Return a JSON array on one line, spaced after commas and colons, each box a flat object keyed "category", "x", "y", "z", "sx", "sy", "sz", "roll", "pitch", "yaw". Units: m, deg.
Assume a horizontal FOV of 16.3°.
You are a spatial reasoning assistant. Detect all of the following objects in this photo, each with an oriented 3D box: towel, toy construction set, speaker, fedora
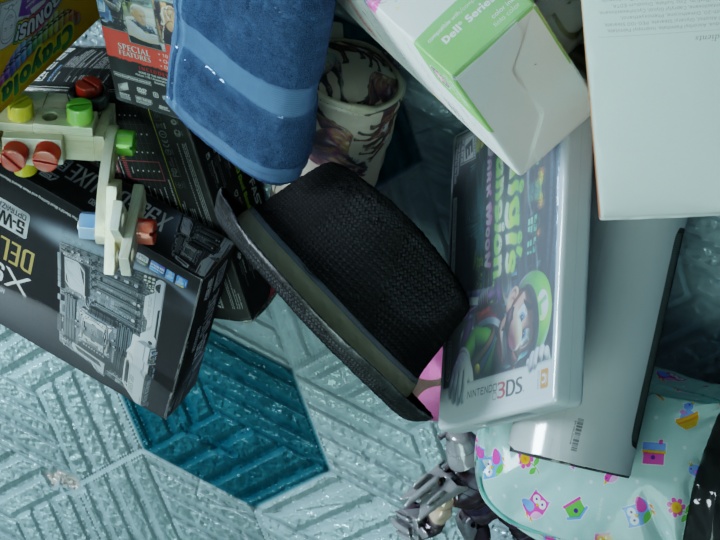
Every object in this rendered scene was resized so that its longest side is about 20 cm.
[{"category": "towel", "x": -0.068, "y": -0.141, "z": 1.518, "sx": 0.112, "sy": 0.049, "sz": 0.200, "roll": 40, "pitch": 146, "yaw": 21}, {"category": "toy construction set", "x": -0.227, "y": -0.071, "z": 1.682, "sx": 0.200, "sy": 0.131, "sz": 0.092, "roll": 16, "pitch": 128, "yaw": -4}, {"category": "speaker", "x": 0.152, "y": 0.025, "z": 1.579, "sx": 0.081, "sy": 0.081, "sz": 0.200, "roll": 11, "pitch": 86, "yaw": 24}, {"category": "fedora", "x": 0.000, "y": 0.000, "z": 1.608, "sx": 0.092, "sy": 0.201, "sz": 0.201, "roll": -44, "pitch": 99, "yaw": 2}]

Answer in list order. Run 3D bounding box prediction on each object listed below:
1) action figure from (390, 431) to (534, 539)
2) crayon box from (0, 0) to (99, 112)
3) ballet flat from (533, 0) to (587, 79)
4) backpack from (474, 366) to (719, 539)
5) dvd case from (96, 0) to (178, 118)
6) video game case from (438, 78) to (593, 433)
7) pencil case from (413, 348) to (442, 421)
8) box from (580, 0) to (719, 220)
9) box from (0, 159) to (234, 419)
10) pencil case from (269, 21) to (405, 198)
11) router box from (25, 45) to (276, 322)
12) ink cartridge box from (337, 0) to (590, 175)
[{"category": "action figure", "x": 0.089, "y": 0.170, "z": 1.802, "sx": 0.069, "sy": 0.130, "sz": 0.200, "roll": 59, "pitch": 174, "yaw": 46}, {"category": "crayon box", "x": -0.238, "y": -0.181, "z": 1.653, "sx": 0.058, "sy": 0.200, "sz": 0.119, "roll": 21, "pitch": 134, "yaw": 17}, {"category": "ballet flat", "x": 0.151, "y": -0.138, "z": 1.541, "sx": 0.200, "sy": 0.072, "sz": 0.072, "roll": 40, "pitch": 136, "yaw": -2}, {"category": "backpack", "x": 0.179, "y": 0.127, "z": 1.666, "sx": 0.200, "sy": 0.167, "sz": 0.127, "roll": 15, "pitch": 177, "yaw": 30}, {"category": "dvd case", "x": -0.109, "y": -0.175, "z": 1.594, "sx": 0.146, "sy": 0.022, "sz": 0.200, "roll": 18, "pitch": 138, "yaw": 28}, {"category": "video game case", "x": 0.096, "y": -0.005, "z": 1.573, "sx": 0.023, "sy": 0.200, "sz": 0.182, "roll": 8, "pitch": 169, "yaw": -20}, {"category": "pencil case", "x": 0.090, "y": 0.029, "z": 1.708, "sx": 0.200, "sy": 0.091, "sz": 0.094, "roll": -36, "pitch": 77, "yaw": 43}, {"category": "box", "x": 0.179, "y": -0.144, "z": 1.430, "sx": 0.097, "sy": 0.124, "sz": 0.200, "roll": -3, "pitch": 112, "yaw": 11}, {"category": "box", "x": -0.198, "y": -0.003, "z": 1.793, "sx": 0.200, "sy": 0.050, "sz": 0.158, "roll": 30, "pitch": 136, "yaw": 10}, {"category": "pencil case", "x": -0.024, "y": -0.069, "z": 1.701, "sx": 0.078, "sy": 0.090, "sz": 0.200, "roll": 6, "pitch": 135, "yaw": -9}, {"category": "router box", "x": -0.150, "y": -0.062, "z": 1.795, "sx": 0.150, "sy": 0.062, "sz": 0.200, "roll": 5, "pitch": 128, "yaw": 29}, {"category": "ink cartridge box", "x": 0.042, "y": -0.158, "z": 1.493, "sx": 0.200, "sy": 0.067, "sz": 0.117, "roll": 46, "pitch": 178, "yaw": 37}]
